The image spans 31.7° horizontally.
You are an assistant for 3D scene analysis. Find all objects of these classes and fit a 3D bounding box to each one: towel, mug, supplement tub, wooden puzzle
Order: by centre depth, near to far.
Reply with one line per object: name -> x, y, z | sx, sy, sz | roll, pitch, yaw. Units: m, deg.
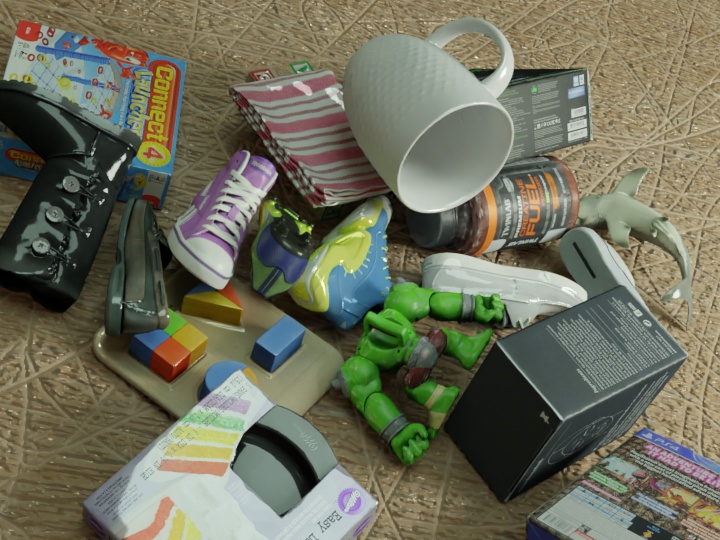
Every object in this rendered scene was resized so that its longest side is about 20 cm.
wooden puzzle -> -0.134, 0.077, 1.264 | 0.200, 0.046, 0.185 | 38, 45, 11
mug -> 0.079, -0.191, 1.389 | 0.148, 0.200, 0.175 | 36, 14, -52
towel -> -0.042, -0.158, 1.450 | 0.146, 0.030, 0.200 | -17, 58, -37
supplement tub -> 0.153, -0.074, 1.492 | 0.200, 0.107, 0.107 | -11, 55, -31

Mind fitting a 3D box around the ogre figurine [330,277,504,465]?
ogre figurine -> 0.056, 0.087, 1.299 | 0.120, 0.098, 0.200 | 29, 85, 9

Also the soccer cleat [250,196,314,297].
soccer cleat -> -0.092, -0.023, 1.333 | 0.065, 0.084, 0.200 | 35, 8, -11

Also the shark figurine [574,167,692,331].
shark figurine -> 0.357, -0.035, 1.575 | 0.128, 0.090, 0.214 | -43, 63, -9

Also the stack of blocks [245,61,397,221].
stack of blocks -> -0.045, -0.159, 1.513 | 0.115, 0.059, 0.200 | -16, 58, -35

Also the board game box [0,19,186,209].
board game box -> -0.302, -0.176, 1.413 | 0.195, 0.056, 0.200 | 12, 46, -14

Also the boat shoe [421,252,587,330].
boat shoe -> 0.163, 0.033, 1.430 | 0.199, 0.072, 0.069 | 15, 66, -21

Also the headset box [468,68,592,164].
headset box -> 0.148, -0.190, 1.541 | 0.174, 0.093, 0.200 | -17, 18, -38

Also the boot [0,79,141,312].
boot -> -0.327, -0.076, 1.265 | 0.164, 0.066, 0.200 | 21, 67, -8

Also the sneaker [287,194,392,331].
sneaker -> 0.000, 0.000, 1.393 | 0.105, 0.076, 0.200 | 47, 45, -5

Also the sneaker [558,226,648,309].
sneaker -> 0.304, 0.036, 1.486 | 0.071, 0.073, 0.200 | 10, 52, -48

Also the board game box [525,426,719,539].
board game box -> 0.277, 0.260, 1.205 | 0.159, 0.097, 0.200 | 25, 37, 38

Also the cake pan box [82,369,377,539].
cake pan box -> -0.111, 0.210, 1.118 | 0.184, 0.052, 0.200 | 44, 62, 14

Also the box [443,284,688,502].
box -> 0.210, 0.124, 1.305 | 0.200, 0.149, 0.107 | -20, 60, -37

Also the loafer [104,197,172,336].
loafer -> -0.214, -0.001, 1.267 | 0.063, 0.072, 0.200 | 6, 36, -6

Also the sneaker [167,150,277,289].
sneaker -> -0.135, -0.064, 1.295 | 0.073, 0.114, 0.201 | 36, 18, -19
